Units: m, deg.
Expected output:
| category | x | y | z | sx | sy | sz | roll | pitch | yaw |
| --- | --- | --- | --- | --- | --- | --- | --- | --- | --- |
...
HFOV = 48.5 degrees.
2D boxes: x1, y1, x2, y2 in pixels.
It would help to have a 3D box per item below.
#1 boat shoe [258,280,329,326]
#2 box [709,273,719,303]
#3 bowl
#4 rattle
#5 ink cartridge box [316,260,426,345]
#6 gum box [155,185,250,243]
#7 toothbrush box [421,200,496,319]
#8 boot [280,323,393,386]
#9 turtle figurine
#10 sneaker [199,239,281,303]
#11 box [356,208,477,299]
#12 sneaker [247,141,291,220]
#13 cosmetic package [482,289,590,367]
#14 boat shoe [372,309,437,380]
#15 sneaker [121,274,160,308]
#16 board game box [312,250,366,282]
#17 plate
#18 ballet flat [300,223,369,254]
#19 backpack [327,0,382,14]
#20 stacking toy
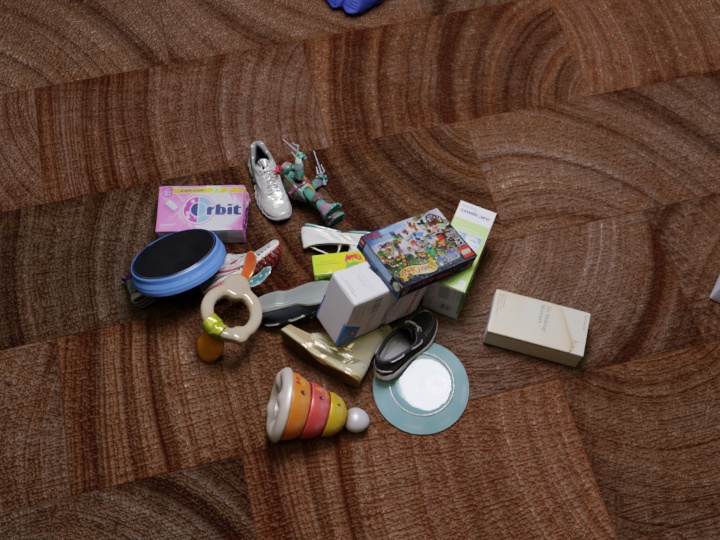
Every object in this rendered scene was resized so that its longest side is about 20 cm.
| category | x | y | z | sx | sy | sz | roll | pitch | yaw |
| --- | --- | --- | --- | --- | --- | --- | --- | --- | --- |
| boat shoe | -0.123 | 0.071 | 1.657 | 0.200 | 0.060 | 0.076 | -8 | 34 | 20 |
| box | 0.889 | 0.002 | 1.699 | 0.200 | 0.131 | 0.199 | 28 | 67 | 12 |
| bowl | -0.378 | -0.021 | 1.646 | 0.200 | 0.039 | 0.201 | -12 | 32 | 8 |
| rattle | -0.260 | 0.078 | 1.656 | 0.130 | 0.143 | 0.200 | 8 | 53 | 2 |
| ink cartridge box | 0.028 | 0.048 | 1.581 | 0.200 | 0.145 | 0.084 | -20 | 62 | -32 |
| gum box | -0.344 | -0.123 | 1.770 | 0.199 | 0.066 | 0.114 | -1 | 65 | -1 |
| toothbrush box | 0.207 | -0.021 | 1.689 | 0.086 | 0.146 | 0.200 | 20 | 65 | 8 |
| boot | -0.049 | 0.130 | 1.655 | 0.200 | 0.073 | 0.156 | 27 | 63 | 18 |
| turtle figurine | -0.117 | -0.194 | 1.783 | 0.101 | 0.150 | 0.200 | -41 | 76 | 12 |
| sneaker | -0.259 | -0.013 | 1.715 | 0.200 | 0.078 | 0.082 | -31 | 68 | -15 |
| box | 0.111 | -0.037 | 1.558 | 0.200 | 0.038 | 0.137 | -22 | 62 | -33 |
| sneaker | -0.210 | -0.202 | 1.805 | 0.075 | 0.081 | 0.200 | -19 | 68 | -12 |
| cosmetic package | 0.365 | 0.120 | 1.666 | 0.200 | 0.073 | 0.104 | 13 | 65 | 6 |
| boat shoe | 0.094 | 0.139 | 1.640 | 0.074 | 0.060 | 0.200 | 29 | 53 | 29 |
| sneaker | -0.412 | -0.005 | 1.712 | 0.200 | 0.074 | 0.088 | -30 | 64 | -13 |
| board game box | 0.000 | 0.000 | 1.699 | 0.199 | 0.102 | 0.048 | -6 | 65 | -4 |
| plate | 0.124 | 0.234 | 1.633 | 0.200 | 0.026 | 0.201 | 0 | 64 | 0 |
| ballet flat | -0.035 | -0.058 | 1.755 | 0.200 | 0.069 | 0.070 | 8 | 65 | 7 |
| backpack | 0.008 | -0.760 | 2.036 | 0.200 | 0.162 | 0.168 | -35 | 91 | -25 |
| stacking toy | -0.078 | 0.278 | 1.572 | 0.200 | 0.146 | 0.146 | 13 | 63 | -15 |
